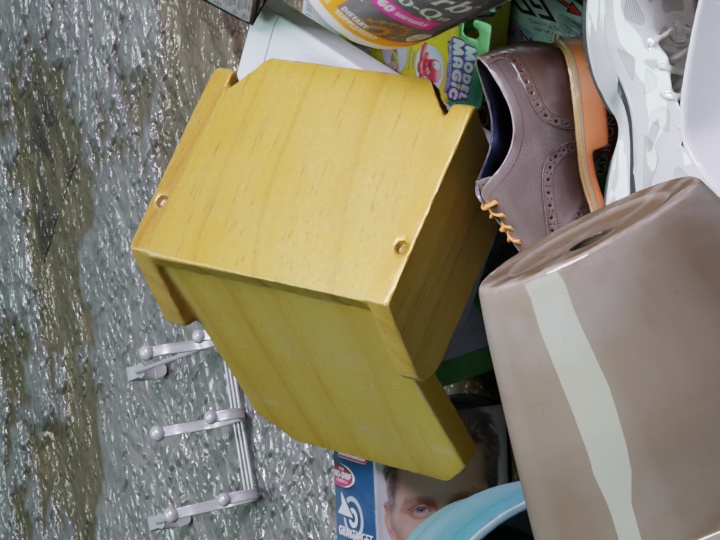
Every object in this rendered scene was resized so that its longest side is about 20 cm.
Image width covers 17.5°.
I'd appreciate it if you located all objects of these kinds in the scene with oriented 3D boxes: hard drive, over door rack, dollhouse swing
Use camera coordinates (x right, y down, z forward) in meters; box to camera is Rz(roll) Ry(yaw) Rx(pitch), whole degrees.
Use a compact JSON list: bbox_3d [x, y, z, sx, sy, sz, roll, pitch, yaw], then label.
[{"bbox_3d":[-0.001,-0.063,1.427,0.200,0.027,0.132,35,124,28],"label":"hard drive"},{"bbox_3d":[-0.153,0.137,1.943,0.200,0.067,0.148,-27,70,63],"label":"over door rack"},{"bbox_3d":[0.000,0.000,1.405,0.200,0.176,0.182,11,69,39],"label":"dollhouse swing"}]

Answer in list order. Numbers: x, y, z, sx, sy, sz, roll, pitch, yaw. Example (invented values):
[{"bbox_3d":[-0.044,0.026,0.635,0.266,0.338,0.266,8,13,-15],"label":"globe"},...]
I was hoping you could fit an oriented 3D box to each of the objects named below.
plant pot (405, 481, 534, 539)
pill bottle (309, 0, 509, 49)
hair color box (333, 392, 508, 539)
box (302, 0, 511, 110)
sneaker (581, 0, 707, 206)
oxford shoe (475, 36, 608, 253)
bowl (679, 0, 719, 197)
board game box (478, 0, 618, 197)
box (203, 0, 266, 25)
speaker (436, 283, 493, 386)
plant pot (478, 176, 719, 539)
[{"bbox_3d":[0.097,0.206,1.308,0.188,0.200,0.200,-168,74,-75],"label":"plant pot"},{"bbox_3d":[0.057,-0.198,1.251,0.200,0.116,0.116,-20,77,55],"label":"pill bottle"},{"bbox_3d":[0.041,0.185,1.510,0.061,0.100,0.200,8,103,63],"label":"hair color box"},{"bbox_3d":[0.035,-0.178,1.437,0.200,0.048,0.117,38,128,52],"label":"box"},{"bbox_3d":[0.182,-0.086,1.220,0.115,0.076,0.201,16,117,54],"label":"sneaker"},{"bbox_3d":[0.099,-0.028,1.305,0.071,0.073,0.200,164,101,-74],"label":"oxford shoe"},{"bbox_3d":[0.240,-0.095,1.075,0.200,0.075,0.200,52,139,49],"label":"bowl"},{"bbox_3d":[0.100,-0.121,1.411,0.200,0.029,0.135,46,134,53],"label":"board game box"},{"bbox_3d":[-0.042,-0.247,1.353,0.158,0.048,0.200,-61,-1,-15],"label":"box"},{"bbox_3d":[0.024,-0.023,1.492,0.088,0.088,0.200,-19,89,64],"label":"speaker"},{"bbox_3d":[0.147,0.057,1.097,0.174,0.200,0.200,63,155,-6],"label":"plant pot"}]
